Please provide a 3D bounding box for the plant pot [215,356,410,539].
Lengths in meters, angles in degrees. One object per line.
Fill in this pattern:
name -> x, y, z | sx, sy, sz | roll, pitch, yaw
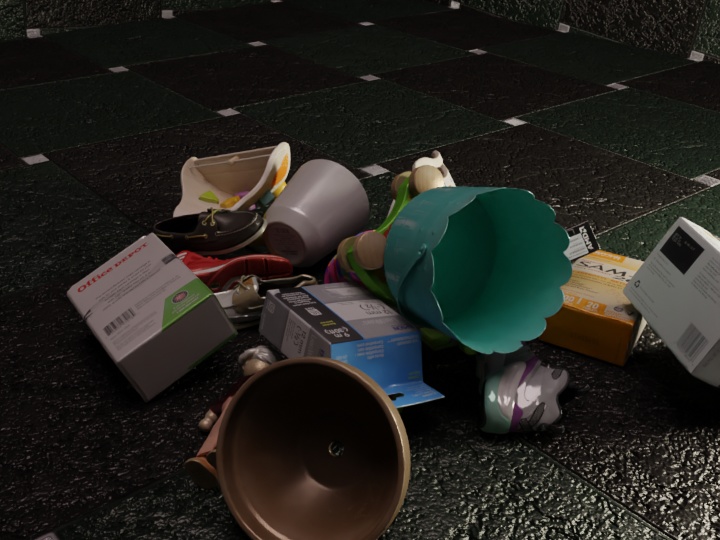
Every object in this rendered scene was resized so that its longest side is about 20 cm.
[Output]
plant pot -> -0.039, 0.189, 0.870 | 0.201, 0.201, 0.093 | 13, -1, 19

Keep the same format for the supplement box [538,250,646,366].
supplement box -> 0.356, 0.047, 1.246 | 0.126, 0.074, 0.200 | 17, 31, 24

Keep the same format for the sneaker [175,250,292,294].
sneaker -> -0.212, -0.007, 1.301 | 0.200, 0.078, 0.116 | -8, 31, -21

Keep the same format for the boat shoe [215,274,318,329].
boat shoe -> -0.157, 0.040, 1.224 | 0.200, 0.068, 0.075 | -4, 29, -11

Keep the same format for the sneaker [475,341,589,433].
sneaker -> 0.220, 0.131, 1.079 | 0.140, 0.078, 0.200 | 7, 43, 1

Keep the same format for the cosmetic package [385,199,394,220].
cosmetic package -> 0.061, -0.044, 1.385 | 0.051, 0.083, 0.200 | 4, 28, 9

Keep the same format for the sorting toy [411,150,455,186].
sorting toy -> 0.127, -0.094, 1.324 | 0.107, 0.180, 0.200 | -14, 10, 23

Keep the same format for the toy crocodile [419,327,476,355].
toy crocodile -> 0.173, 0.071, 1.195 | 0.200, 0.062, 0.068 | -11, 27, -22

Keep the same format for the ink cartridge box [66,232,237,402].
ink cartridge box -> -0.278, 0.055, 1.119 | 0.145, 0.084, 0.200 | -37, 42, -15

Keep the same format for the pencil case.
pencil case -> 0.000, 0.000, 1.212 | 0.088, 0.088, 0.200 | -3, -7, -10

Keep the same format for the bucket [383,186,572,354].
bucket -> 0.135, -0.008, 1.030 | 0.207, 0.207, 0.135 | -12, 15, -26

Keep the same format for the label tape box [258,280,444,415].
label tape box -> -0.007, 0.087, 1.014 | 0.143, 0.066, 0.200 | -5, 27, -41

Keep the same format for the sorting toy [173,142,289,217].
sorting toy -> -0.232, -0.129, 1.467 | 0.200, 0.107, 0.180 | -5, 28, 25

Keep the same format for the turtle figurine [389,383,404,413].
turtle figurine -> -0.019, 0.133, 1.066 | 0.161, 0.064, 0.200 | 25, 36, 36

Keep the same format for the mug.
mug -> -0.093, -0.072, 1.406 | 0.149, 0.187, 0.153 | 40, 45, 1

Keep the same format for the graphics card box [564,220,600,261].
graphics card box -> 0.235, -0.008, 1.245 | 0.200, 0.051, 0.125 | -23, -4, -7

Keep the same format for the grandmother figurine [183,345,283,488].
grandmother figurine -> -0.140, 0.161, 0.989 | 0.121, 0.061, 0.200 | -17, 28, 26

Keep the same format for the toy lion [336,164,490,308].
toy lion -> 0.095, -0.027, 1.121 | 0.200, 0.192, 0.069 | -51, 17, -23

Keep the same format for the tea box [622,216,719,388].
tea box -> 0.484, 0.061, 1.091 | 0.197, 0.134, 0.200 | 23, 23, -20

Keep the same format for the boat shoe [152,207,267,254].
boat shoe -> -0.242, -0.065, 1.346 | 0.201, 0.061, 0.072 | -11, 37, 28
